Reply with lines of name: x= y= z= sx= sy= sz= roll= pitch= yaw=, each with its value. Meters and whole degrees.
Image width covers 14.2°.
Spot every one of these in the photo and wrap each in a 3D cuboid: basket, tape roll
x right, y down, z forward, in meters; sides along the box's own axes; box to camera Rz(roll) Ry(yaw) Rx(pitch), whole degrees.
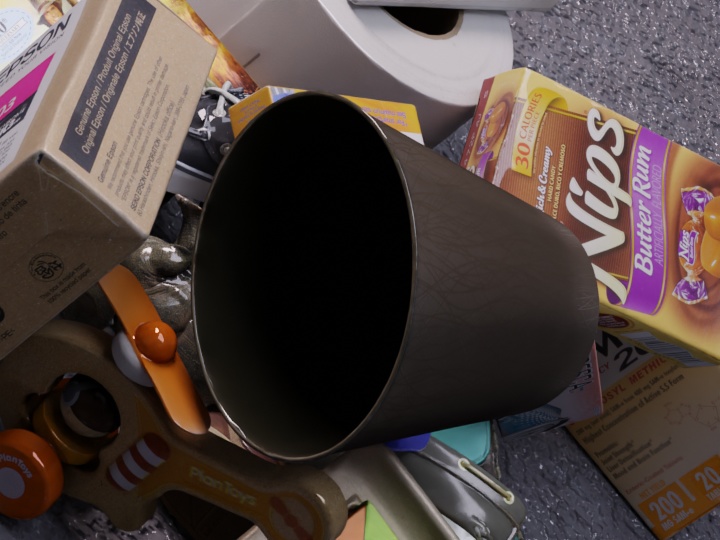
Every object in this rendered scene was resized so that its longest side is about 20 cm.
basket: x=0.026 y=0.014 z=1.482 sx=0.200 sy=0.135 sz=0.182 roll=11 pitch=79 yaw=-55
tape roll: x=-0.020 y=-0.152 z=1.825 sx=0.202 sy=0.139 sz=0.203 roll=32 pitch=38 yaw=-29

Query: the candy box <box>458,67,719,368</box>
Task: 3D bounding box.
candy box: x=0.151 y=-0.030 z=1.773 sx=0.199 sy=0.056 sz=0.117 roll=24 pitch=74 yaw=-24

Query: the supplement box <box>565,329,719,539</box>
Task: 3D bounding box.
supplement box: x=0.188 y=0.060 z=1.892 sx=0.200 sy=0.126 sz=0.074 roll=49 pitch=35 yaw=-3

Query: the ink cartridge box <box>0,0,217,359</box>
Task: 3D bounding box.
ink cartridge box: x=-0.176 y=-0.036 z=1.473 sx=0.075 sy=0.200 sz=0.165 roll=39 pitch=35 yaw=-20

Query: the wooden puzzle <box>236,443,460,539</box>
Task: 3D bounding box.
wooden puzzle: x=-0.008 y=0.214 z=1.509 sx=0.200 sy=0.037 sz=0.185 roll=-37 pitch=90 yaw=-26

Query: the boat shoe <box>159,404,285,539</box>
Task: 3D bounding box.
boat shoe: x=-0.030 y=0.156 z=1.594 sx=0.200 sy=0.072 sz=0.072 roll=47 pitch=35 yaw=3

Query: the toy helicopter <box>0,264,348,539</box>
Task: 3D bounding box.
toy helicopter: x=-0.095 y=0.082 z=1.471 sx=0.199 sy=0.133 sz=0.079 roll=24 pitch=31 yaw=14

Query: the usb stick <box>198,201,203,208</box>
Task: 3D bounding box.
usb stick: x=-0.018 y=0.008 z=1.776 sx=0.199 sy=0.033 sz=0.056 roll=28 pitch=33 yaw=-32

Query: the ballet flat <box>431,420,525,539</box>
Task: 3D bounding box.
ballet flat: x=0.054 y=0.134 z=1.713 sx=0.067 sy=0.075 sz=0.201 roll=-7 pitch=61 yaw=-19

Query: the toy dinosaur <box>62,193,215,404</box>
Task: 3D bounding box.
toy dinosaur: x=-0.096 y=0.025 z=1.605 sx=0.200 sy=0.102 sz=0.077 roll=40 pitch=-4 yaw=-10

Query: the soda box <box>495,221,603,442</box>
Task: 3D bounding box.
soda box: x=0.100 y=0.039 z=1.684 sx=0.200 sy=0.068 sz=0.064 roll=69 pitch=5 yaw=-70

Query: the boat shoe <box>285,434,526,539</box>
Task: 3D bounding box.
boat shoe: x=0.003 y=0.100 z=1.645 sx=0.201 sy=0.072 sz=0.060 roll=38 pitch=61 yaw=8

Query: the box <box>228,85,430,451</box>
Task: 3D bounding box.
box: x=0.000 y=0.000 z=1.602 sx=0.119 sy=0.041 sz=0.201 roll=4 pitch=65 yaw=-45

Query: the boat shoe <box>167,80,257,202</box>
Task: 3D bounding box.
boat shoe: x=-0.077 y=-0.075 z=1.645 sx=0.199 sy=0.068 sz=0.072 roll=24 pitch=21 yaw=-26

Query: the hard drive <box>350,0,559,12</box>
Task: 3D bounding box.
hard drive: x=0.036 y=-0.223 z=1.809 sx=0.199 sy=0.027 sz=0.132 roll=-4 pitch=62 yaw=-52

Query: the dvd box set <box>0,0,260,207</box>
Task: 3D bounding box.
dvd box set: x=-0.162 y=-0.130 z=1.692 sx=0.200 sy=0.029 sz=0.146 roll=50 pitch=53 yaw=-4
